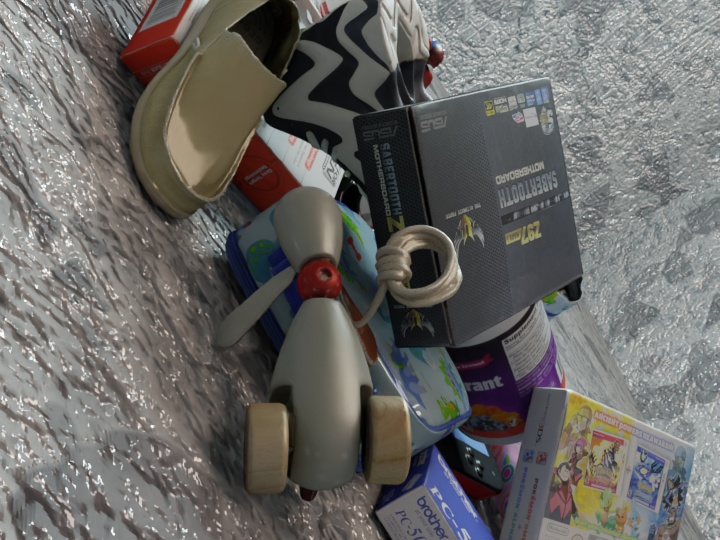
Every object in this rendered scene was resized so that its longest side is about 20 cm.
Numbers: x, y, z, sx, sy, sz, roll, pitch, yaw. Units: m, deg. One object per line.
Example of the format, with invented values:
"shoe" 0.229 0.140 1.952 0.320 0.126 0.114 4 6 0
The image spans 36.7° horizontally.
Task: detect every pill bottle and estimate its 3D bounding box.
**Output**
"pill bottle" 0.101 0.046 0.915 0.112 0.111 0.200 -105 172 -51

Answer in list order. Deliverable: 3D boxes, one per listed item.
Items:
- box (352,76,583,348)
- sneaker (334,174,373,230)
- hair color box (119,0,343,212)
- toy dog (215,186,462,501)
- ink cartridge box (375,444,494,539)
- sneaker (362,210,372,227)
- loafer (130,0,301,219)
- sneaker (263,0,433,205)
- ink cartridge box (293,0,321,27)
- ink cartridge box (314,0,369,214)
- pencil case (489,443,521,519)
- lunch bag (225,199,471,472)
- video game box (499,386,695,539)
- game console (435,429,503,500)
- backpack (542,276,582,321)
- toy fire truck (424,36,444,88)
"box" 0.084 -0.047 0.768 0.200 0.051 0.159 -20 103 -50
"sneaker" 0.000 0.000 0.907 0.201 0.083 0.072 65 15 22
"hair color box" -0.089 -0.137 0.860 0.200 0.061 0.102 49 45 -35
"toy dog" -0.025 0.057 0.651 0.131 0.096 0.201 20 53 -1
"ink cartridge box" 0.085 0.232 0.785 0.201 0.044 0.094 58 11 -3
"sneaker" 0.059 0.007 1.144 0.201 0.067 0.108 37 28 -52
"loafer" -0.094 -0.125 0.739 0.076 0.068 0.201 42 49 -36
"sneaker" -0.008 -0.096 0.802 0.079 0.129 0.200 -29 111 -48
"ink cartridge box" -0.121 -0.286 1.036 0.200 0.067 0.116 51 -3 0
"ink cartridge box" 0.013 -0.178 1.079 0.145 0.083 0.201 -105 -176 -52
"pencil case" 0.164 0.207 1.047 0.087 0.087 0.200 49 16 -34
"lunch bag" -0.008 0.042 0.777 0.201 0.082 0.161 59 14 10
"video game box" 0.202 0.212 0.925 0.200 0.047 0.183 26 76 -38
"game console" 0.059 0.108 1.002 0.177 0.031 0.201 42 20 -51
"backpack" 0.156 -0.031 1.169 0.200 0.154 0.163 39 25 -3
"toy fire truck" 0.017 -0.238 1.314 0.200 0.167 0.113 36 26 -58
